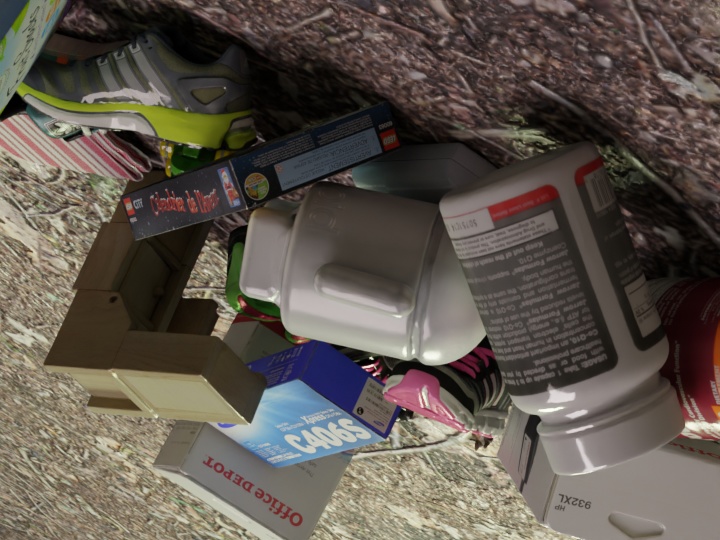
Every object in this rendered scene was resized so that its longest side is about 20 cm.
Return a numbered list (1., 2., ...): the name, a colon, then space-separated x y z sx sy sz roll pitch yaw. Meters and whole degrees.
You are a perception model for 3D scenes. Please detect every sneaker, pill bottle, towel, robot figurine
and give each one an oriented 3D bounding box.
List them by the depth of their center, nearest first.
1. pill bottle: 0.137 0.026 1.429 0.114 0.113 0.201 -11 101 61
2. pill bottle: 0.235 0.062 1.512 0.114 0.115 0.199 39 157 -28
3. robot figurine: 0.016 0.002 1.538 0.198 0.114 0.170 12 -164 7
4. sneaker: -0.166 -0.144 1.588 0.198 0.082 0.074 11 -168 13
5. sneaker: 0.078 0.074 1.651 0.073 0.088 0.200 22 180 22
6. sneaker: -0.209 -0.133 1.678 0.199 0.080 0.071 11 155 33
7. sneaker: 0.010 0.089 1.848 0.073 0.088 0.200 -11 166 13
8. sneaker: -0.055 0.009 1.855 0.076 0.084 0.200 -16 159 16
9. towel: -0.284 -0.137 1.860 0.199 0.030 0.146 12 155 45

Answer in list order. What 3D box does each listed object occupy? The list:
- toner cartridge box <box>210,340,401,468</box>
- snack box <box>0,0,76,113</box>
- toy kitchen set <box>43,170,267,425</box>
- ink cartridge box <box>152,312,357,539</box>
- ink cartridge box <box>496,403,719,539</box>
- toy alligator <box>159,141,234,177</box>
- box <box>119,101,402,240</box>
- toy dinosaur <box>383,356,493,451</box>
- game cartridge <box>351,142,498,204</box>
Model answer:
1. toner cartridge box: -0.054 0.115 1.824 0.095 0.043 0.200 37 154 -17
2. snack box: -0.249 -0.184 1.481 0.067 0.169 0.200 31 160 -2
3. toy kitchen set: -0.129 0.043 1.847 0.179 0.201 0.163 2 148 35
4. ink cartridge box: -0.077 0.132 1.971 0.147 0.201 0.086 35 165 -19
5. ink cartridge box: 0.199 0.150 1.667 0.144 0.084 0.200 15 -172 -8
6. toy alligator: -0.131 -0.071 1.759 0.059 0.055 0.200 17 160 8
7. box: -0.076 -0.072 1.582 0.200 0.136 0.038 -11 101 61
8. toy dinosaur: 0.075 0.079 1.832 0.135 0.086 0.200 37 173 0
9. game cartridge: 0.098 -0.024 1.608 0.200 0.041 0.133 41 153 -31
